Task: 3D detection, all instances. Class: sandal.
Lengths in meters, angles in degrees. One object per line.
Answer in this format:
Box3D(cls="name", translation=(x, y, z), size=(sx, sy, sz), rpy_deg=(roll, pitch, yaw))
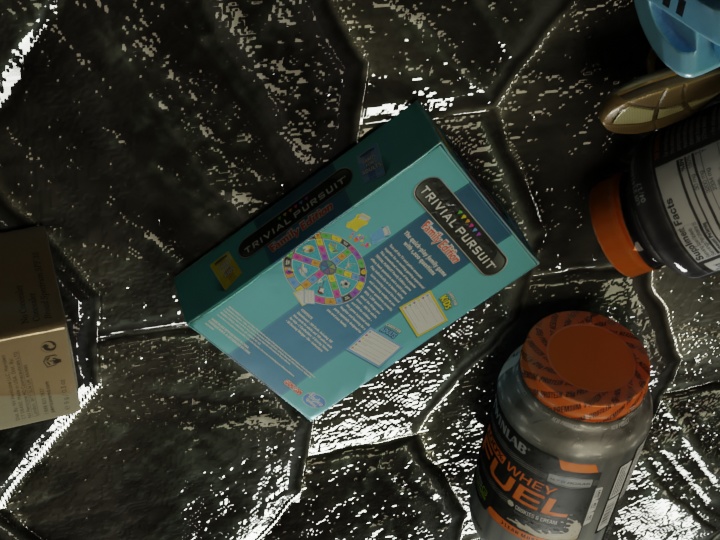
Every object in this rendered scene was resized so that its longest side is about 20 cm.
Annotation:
Box3D(cls="sandal", translation=(0.225, -0.144, 0.831), size=(0.199, 0.054, 0.080), rpy_deg=(-29, 169, -19))

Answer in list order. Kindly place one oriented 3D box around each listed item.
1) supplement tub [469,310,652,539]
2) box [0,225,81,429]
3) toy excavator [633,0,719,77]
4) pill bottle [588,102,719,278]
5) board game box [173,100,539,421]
Box3D(cls="supplement tub", translation=(0.157, 0.135, 1.026), size=(0.121, 0.123, 0.201), rpy_deg=(-9, 135, -17))
Box3D(cls="box", translation=(-0.272, 0.048, 0.760), size=(0.198, 0.095, 0.078), rpy_deg=(-12, 136, -15))
Box3D(cls="toy excavator", translation=(0.219, -0.128, 0.734), size=(0.099, 0.195, 0.201), rpy_deg=(-27, 133, -11))
Box3D(cls="pill bottle", translation=(0.251, -0.060, 0.861), size=(0.199, 0.107, 0.106), rpy_deg=(-23, 144, 35))
Box3D(cls="board game box", translation=(0.000, 0.000, 0.873), size=(0.199, 0.047, 0.151), rpy_deg=(-35, 137, 10))
